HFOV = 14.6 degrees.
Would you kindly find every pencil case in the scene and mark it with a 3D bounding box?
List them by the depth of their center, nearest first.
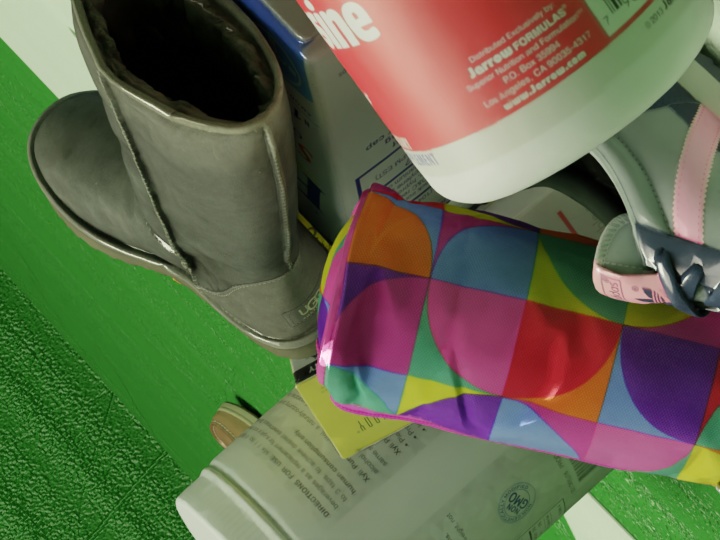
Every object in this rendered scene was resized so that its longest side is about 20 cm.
[{"bbox_3d":[0.081,0.032,0.996,0.199,0.089,0.088,16,166,1],"label":"pencil case"}]

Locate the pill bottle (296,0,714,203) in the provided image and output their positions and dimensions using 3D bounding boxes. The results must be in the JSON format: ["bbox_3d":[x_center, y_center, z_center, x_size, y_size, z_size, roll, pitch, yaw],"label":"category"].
[{"bbox_3d":[0.015,-0.130,0.890,0.200,0.112,0.112,54,168,-15],"label":"pill bottle"}]

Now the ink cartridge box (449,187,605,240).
[{"bbox_3d":[0.096,0.011,1.139,0.115,0.068,0.200,53,170,-9],"label":"ink cartridge box"}]

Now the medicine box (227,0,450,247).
[{"bbox_3d":[-0.029,-0.126,1.105,0.182,0.103,0.200,46,168,21],"label":"medicine box"}]

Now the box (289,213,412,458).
[{"bbox_3d":[0.000,0.000,1.301,0.050,0.075,0.200,58,-170,-30],"label":"box"}]

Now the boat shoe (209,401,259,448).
[{"bbox_3d":[-0.075,0.187,2.392,0.200,0.066,0.074,42,166,38],"label":"boat shoe"}]

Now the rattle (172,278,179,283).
[{"bbox_3d":[-0.092,-0.122,1.294,0.200,0.143,0.130,49,-171,-26],"label":"rattle"}]

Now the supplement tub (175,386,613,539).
[{"bbox_3d":[0.026,0.091,1.335,0.132,0.200,0.132,48,169,13],"label":"supplement tub"}]

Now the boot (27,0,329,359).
[{"bbox_3d":[-0.082,-0.057,1.089,0.181,0.073,0.200,30,168,24],"label":"boot"}]

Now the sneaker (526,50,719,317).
[{"bbox_3d":[0.126,-0.002,0.943,0.200,0.082,0.070,43,165,33],"label":"sneaker"}]
